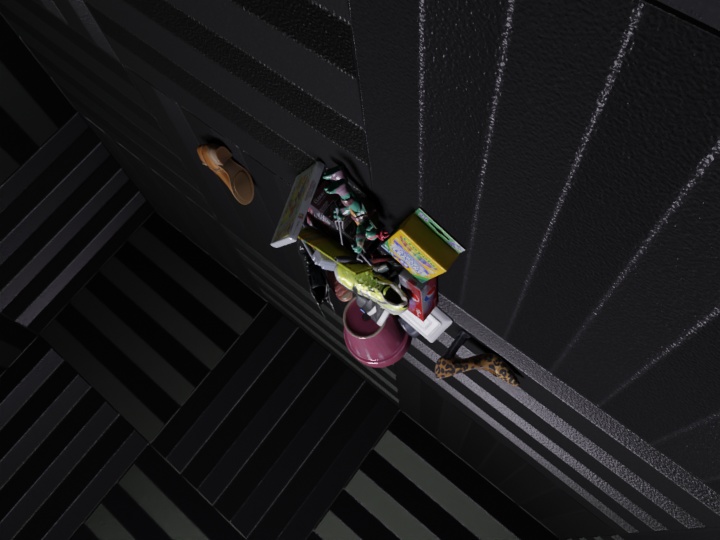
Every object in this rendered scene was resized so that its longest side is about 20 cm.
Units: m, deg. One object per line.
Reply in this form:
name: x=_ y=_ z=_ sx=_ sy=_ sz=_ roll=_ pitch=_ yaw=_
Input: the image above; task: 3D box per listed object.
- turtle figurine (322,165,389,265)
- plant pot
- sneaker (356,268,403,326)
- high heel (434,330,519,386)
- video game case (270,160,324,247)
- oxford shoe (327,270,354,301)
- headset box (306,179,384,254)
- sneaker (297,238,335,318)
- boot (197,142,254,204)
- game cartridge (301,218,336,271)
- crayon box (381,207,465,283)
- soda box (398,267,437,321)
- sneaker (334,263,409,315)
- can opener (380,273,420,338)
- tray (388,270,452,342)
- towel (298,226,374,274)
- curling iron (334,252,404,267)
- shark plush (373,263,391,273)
turtle figurine: x=-0.013 y=-0.118 z=1.364 sx=0.202 sy=0.100 sz=0.150 roll=61 pitch=173 yaw=-32
plant pot: x=0.034 y=0.152 z=1.784 sx=0.198 sy=0.201 sz=0.179 roll=33 pitch=170 yaw=26
sneaker: x=0.046 y=0.049 z=1.608 sx=0.111 sy=0.073 sz=0.202 roll=33 pitch=134 yaw=6
high heel: x=0.289 y=0.265 z=1.608 sx=0.199 sy=0.143 sz=0.072 roll=37 pitch=165 yaw=15
video game case: x=-0.148 y=-0.147 z=1.472 sx=0.023 sy=0.186 sz=0.199 roll=23 pitch=170 yaw=-18
oxford shoe: x=-0.049 y=-0.001 z=1.695 sx=0.074 sy=0.070 sz=0.203 roll=36 pitch=-150 yaw=-53
headset box: x=-0.047 y=-0.113 z=1.511 sx=0.199 sy=0.075 sz=0.149 roll=39 pitch=165 yaw=8
sneaker: x=-0.111 y=0.012 z=1.633 sx=0.105 sy=0.059 sz=0.203 roll=-117 pitch=12 yaw=-63
boot: x=-0.407 y=-0.291 z=1.904 sx=0.154 sy=0.077 sz=0.201 roll=19 pitch=151 yaw=51
game cartridge: x=-0.089 y=-0.074 z=1.604 sx=0.132 sy=0.041 sz=0.201 roll=15 pitch=-148 yaw=-44
crayon box: x=0.124 y=-0.046 z=1.323 sx=0.125 sy=0.052 sz=0.200 roll=42 pitch=165 yaw=-2
soda box: x=0.140 y=0.047 z=1.521 sx=0.070 sy=0.064 sz=0.201 roll=35 pitch=165 yaw=20
sneaker: x=0.032 y=0.030 z=1.477 sx=0.197 sy=0.077 sz=0.076 roll=27 pitch=165 yaw=-6
can opener: x=0.117 y=0.089 z=1.707 sx=0.202 sy=0.078 sz=0.063 roll=55 pitch=169 yaw=-13
tray: x=0.135 y=0.100 z=1.660 sx=0.199 sy=0.022 sz=0.108 roll=41 pitch=130 yaw=2
towel: x=-0.066 y=-0.045 z=1.470 sx=0.198 sy=0.018 sz=0.085 roll=33 pitch=-154 yaw=24
curling iron: x=0.031 y=-0.027 z=1.444 sx=0.196 sy=0.026 sz=0.049 roll=3 pitch=-170 yaw=-29
shark plush: x=0.000 y=0.000 z=1.685 sx=0.091 sy=0.084 sz=0.200 roll=43 pitch=162 yaw=-9
